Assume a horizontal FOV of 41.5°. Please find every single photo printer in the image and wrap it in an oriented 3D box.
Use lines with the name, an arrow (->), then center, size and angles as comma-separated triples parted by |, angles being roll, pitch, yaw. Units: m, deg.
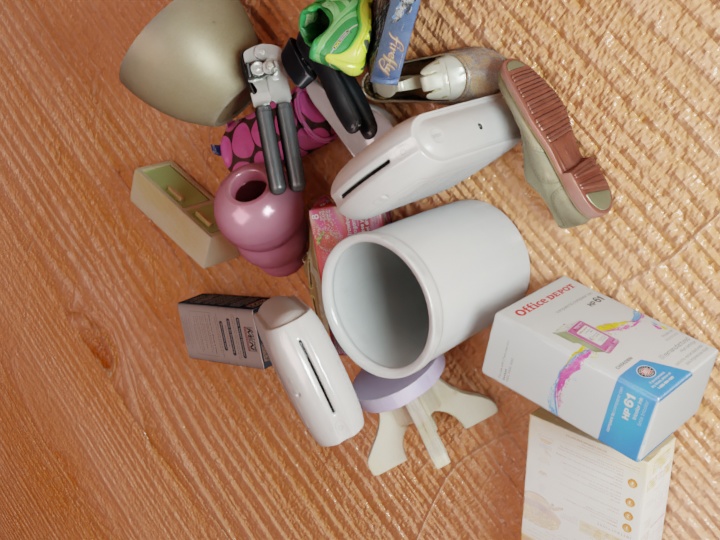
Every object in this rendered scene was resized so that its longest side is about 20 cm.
photo printer -> -0.063, 0.118, 1.149 | 0.167, 0.069, 0.200 | 65, 172, -8
photo printer -> 0.070, -0.126, 1.079 | 0.166, 0.200, 0.070 | -32, 83, 47

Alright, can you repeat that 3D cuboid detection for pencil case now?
pencil case -> -0.116, -0.192, 1.322 | 0.200, 0.091, 0.094 | -17, 84, 44

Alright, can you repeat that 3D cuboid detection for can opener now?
can opener -> -0.030, -0.233, 1.172 | 0.200, 0.063, 0.079 | 57, 130, 31
can opener -> -0.111, -0.197, 1.235 | 0.066, 0.052, 0.201 | 148, 110, -76

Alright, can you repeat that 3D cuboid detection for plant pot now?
plant pot -> -0.212, -0.279, 1.316 | 0.134, 0.200, 0.200 | 46, 135, 1

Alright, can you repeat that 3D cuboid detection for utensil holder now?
utensil holder -> 0.083, 0.015, 1.124 | 0.170, 0.200, 0.171 | 19, 118, 39

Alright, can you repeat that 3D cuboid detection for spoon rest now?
spoon rest -> -0.011, -0.202, 1.226 | 0.200, 0.060, 0.099 | 54, 147, 17

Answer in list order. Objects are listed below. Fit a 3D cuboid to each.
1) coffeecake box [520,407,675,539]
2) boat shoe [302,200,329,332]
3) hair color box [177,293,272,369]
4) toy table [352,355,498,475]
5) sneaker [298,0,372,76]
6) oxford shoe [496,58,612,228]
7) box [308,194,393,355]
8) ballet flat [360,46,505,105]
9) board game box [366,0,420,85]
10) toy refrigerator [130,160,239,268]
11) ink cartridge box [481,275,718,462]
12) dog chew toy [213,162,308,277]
coffeecake box -> 0.276, 0.270, 1.127 | 0.153, 0.073, 0.201 | 19, 119, 38
boat shoe -> -0.049, -0.004, 1.338 | 0.066, 0.074, 0.201 | 5, 105, 47
hair color box -> -0.208, 0.096, 1.544 | 0.200, 0.060, 0.100 | 3, 108, 44
toy table -> 0.072, 0.173, 1.233 | 0.183, 0.200, 0.117 | -26, 99, 14
sneaker -> -0.031, -0.309, 1.137 | 0.200, 0.083, 0.074 | -93, 16, -48
oxford shoe -> 0.196, -0.136, 1.047 | 0.074, 0.071, 0.201 | -33, 82, 49
box -> 0.000, 0.000, 1.249 | 0.095, 0.100, 0.201 | -7, 104, 9
ballet flat -> 0.079, -0.223, 1.127 | 0.200, 0.067, 0.068 | 1, 108, 44
board game box -> 0.044, -0.331, 1.085 | 0.136, 0.034, 0.201 | -97, 19, -54
toy refrigerator -> -0.278, -0.096, 1.526 | 0.200, 0.076, 0.070 | 41, 130, 27
ink cartridge box -> 0.255, 0.098, 1.027 | 0.200, 0.144, 0.085 | 28, 124, 34
dog chew toy -> -0.129, -0.060, 1.341 | 0.124, 0.125, 0.200 | 35, 161, 30
